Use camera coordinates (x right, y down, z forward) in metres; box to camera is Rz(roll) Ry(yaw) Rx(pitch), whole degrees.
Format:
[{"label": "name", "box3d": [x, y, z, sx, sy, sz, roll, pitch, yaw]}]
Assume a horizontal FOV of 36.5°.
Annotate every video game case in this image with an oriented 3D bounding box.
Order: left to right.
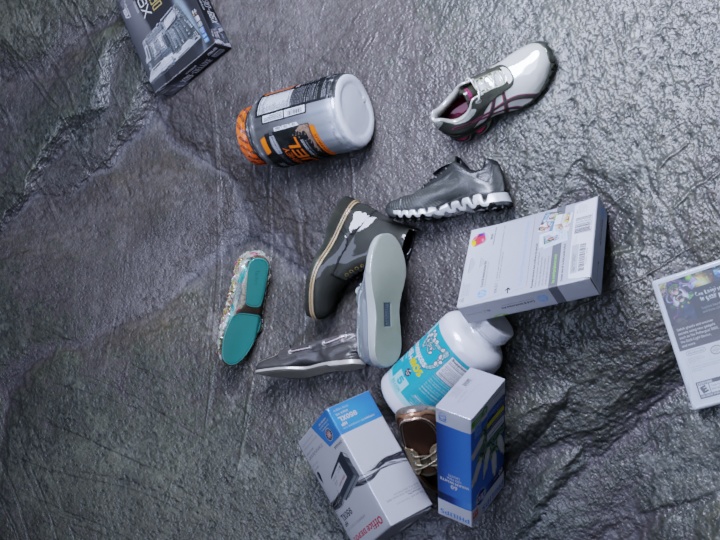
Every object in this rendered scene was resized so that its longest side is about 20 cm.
[{"label": "video game case", "box3d": [0.503, 0.070, 1.424, 0.200, 0.023, 0.182, -21, 79, 30]}]

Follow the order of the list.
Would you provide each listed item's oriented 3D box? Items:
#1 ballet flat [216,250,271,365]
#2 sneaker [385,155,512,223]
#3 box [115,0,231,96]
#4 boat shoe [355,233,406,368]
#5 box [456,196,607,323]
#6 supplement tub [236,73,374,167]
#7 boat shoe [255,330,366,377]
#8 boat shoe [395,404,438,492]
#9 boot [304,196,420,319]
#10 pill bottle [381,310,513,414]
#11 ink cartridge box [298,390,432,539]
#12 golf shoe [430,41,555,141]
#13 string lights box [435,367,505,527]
[{"label": "ballet flat", "box3d": [-0.197, 0.060, 1.832, 0.064, 0.076, 0.200, 29, 102, 60]}, {"label": "sneaker", "box3d": [0.129, -0.122, 1.629, 0.200, 0.066, 0.091, -8, 83, 27]}, {"label": "box", "box3d": [-0.330, -0.432, 1.913, 0.158, 0.050, 0.200, -32, 74, 28]}, {"label": "boat shoe", "box3d": [0.020, 0.045, 1.643, 0.071, 0.070, 0.201, -4, 83, 52]}, {"label": "box", "box3d": [0.239, -0.014, 1.520, 0.200, 0.041, 0.156, -14, 41, 29]}, {"label": "supplement tub", "box3d": [-0.089, -0.232, 1.725, 0.200, 0.122, 0.123, -10, 85, 32]}, {"label": "boat shoe", "box3d": [-0.078, 0.136, 1.756, 0.200, 0.067, 0.057, -9, 69, 26]}, {"label": "boat shoe", "box3d": [0.100, 0.258, 1.568, 0.076, 0.200, 0.072, -13, 52, 14]}, {"label": "boot", "box3d": [0.000, 0.000, 1.702, 0.138, 0.077, 0.200, 23, 102, 24]}, {"label": "pill bottle", "box3d": [0.131, 0.135, 1.598, 0.200, 0.111, 0.111, -46, 68, 22]}, {"label": "ink cartridge box", "box3d": [0.005, 0.308, 1.657, 0.200, 0.084, 0.145, 59, 147, 17]}, {"label": "golf shoe", "box3d": [0.192, -0.258, 1.576, 0.200, 0.088, 0.077, -38, 70, 24]}, {"label": "string lights box", "box3d": [0.156, 0.250, 1.539, 0.059, 0.103, 0.200, 17, 128, 30]}]
